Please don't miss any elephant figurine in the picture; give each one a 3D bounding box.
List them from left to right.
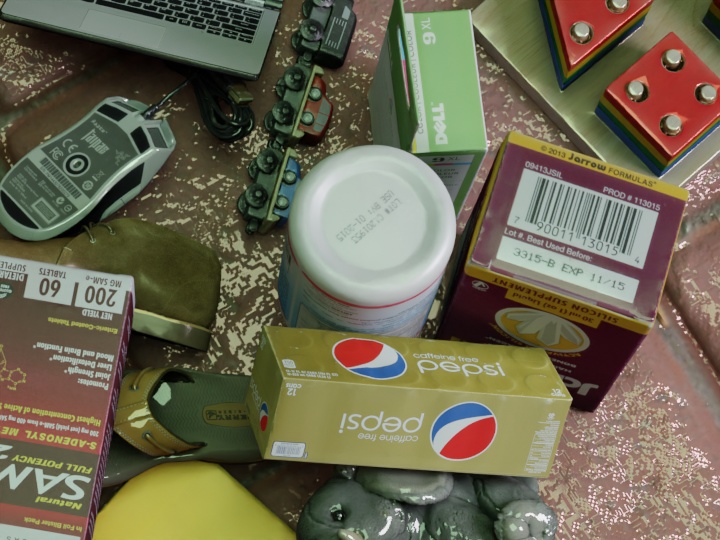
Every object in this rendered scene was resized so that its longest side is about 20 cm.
[{"bbox_3d":[0.021,0.169,1.709,0.199,0.155,0.142,18,81,-5],"label":"elephant figurine"}]

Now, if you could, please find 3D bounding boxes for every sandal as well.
[{"bbox_3d":[-0.131,0.100,1.728,0.199,0.055,0.082,0,70,-22],"label":"sandal"}]

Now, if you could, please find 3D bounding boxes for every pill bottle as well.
[{"bbox_3d":[0.000,0.000,1.737,0.108,0.200,0.109,2,71,-5],"label":"pill bottle"}]

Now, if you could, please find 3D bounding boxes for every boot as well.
[{"bbox_3d":[-0.190,-0.006,1.773,0.199,0.074,0.076,17,87,-18],"label":"boot"}]

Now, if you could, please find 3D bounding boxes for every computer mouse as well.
[{"bbox_3d":[-0.171,-0.085,1.831,0.200,0.044,0.110,-38,63,-14],"label":"computer mouse"}]

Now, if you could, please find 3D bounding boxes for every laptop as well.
[{"bbox_3d":[-0.140,-0.243,1.850,0.186,0.117,0.200,13,27,0],"label":"laptop"}]

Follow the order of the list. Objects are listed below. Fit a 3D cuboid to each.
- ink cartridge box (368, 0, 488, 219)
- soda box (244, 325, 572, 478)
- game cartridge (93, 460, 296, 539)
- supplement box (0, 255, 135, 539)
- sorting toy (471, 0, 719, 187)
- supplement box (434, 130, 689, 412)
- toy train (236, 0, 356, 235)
[{"bbox_3d":[0.048,-0.113,1.781,0.059,0.200,0.105,-4,72,-7],"label":"ink cartridge box"},{"bbox_3d":[0.031,0.086,1.684,0.199,0.064,0.068,6,28,-18],"label":"soda box"},{"bbox_3d":[-0.108,0.235,1.739,0.200,0.032,0.176,41,72,6],"label":"game cartridge"},{"bbox_3d":[-0.213,0.097,1.660,0.108,0.061,0.201,9,73,-1],"label":"supplement box"},{"bbox_3d":[0.217,-0.181,1.890,0.200,0.070,0.199,-40,79,-16],"label":"sorting toy"},{"bbox_3d":[0.129,0.004,1.748,0.130,0.200,0.104,18,70,1],"label":"supplement box"},{"bbox_3d":[-0.042,-0.113,1.863,0.046,0.034,0.201,22,69,-11],"label":"toy train"}]
